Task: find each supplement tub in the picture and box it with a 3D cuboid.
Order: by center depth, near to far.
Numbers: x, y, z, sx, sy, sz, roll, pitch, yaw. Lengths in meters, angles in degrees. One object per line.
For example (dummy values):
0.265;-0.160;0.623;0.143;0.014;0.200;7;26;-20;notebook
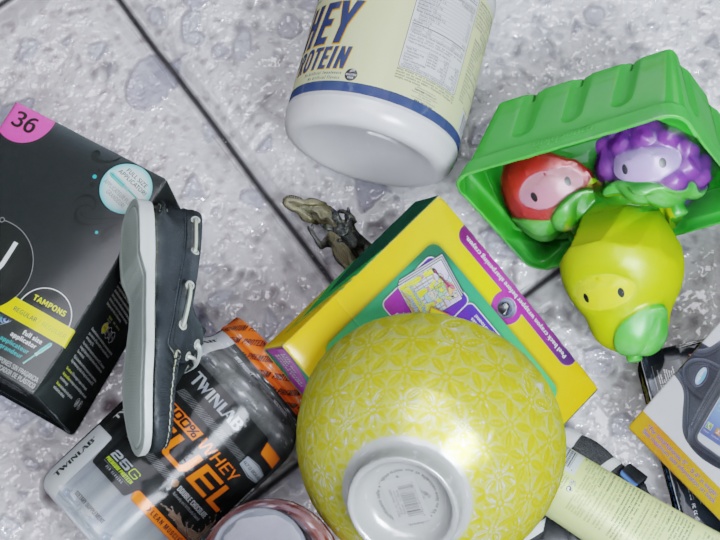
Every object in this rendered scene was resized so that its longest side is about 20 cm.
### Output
-0.060;0.229;1.402;0.106;0.200;0.108;-2;71;5;supplement tub
-0.136;0.138;1.483;0.200;0.123;0.122;-44;72;-9;supplement tub
0.029;-0.185;1.563;0.144;0.145;0.201;12;73;10;supplement tub

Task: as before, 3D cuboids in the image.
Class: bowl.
0.040;0.142;1.350;0.199;0.108;0.202;5;115;12;bowl

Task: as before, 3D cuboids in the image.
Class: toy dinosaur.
0.000;0.000;1.533;0.047;0.088;0.201;-36;70;4;toy dinosaur

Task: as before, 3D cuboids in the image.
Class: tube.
0.193;0.187;1.410;0.199;0.052;0.058;31;103;9;tube

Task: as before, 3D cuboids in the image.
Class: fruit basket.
0.190;-0.042;1.476;0.215;0.155;0.217;-23;45;25;fruit basket

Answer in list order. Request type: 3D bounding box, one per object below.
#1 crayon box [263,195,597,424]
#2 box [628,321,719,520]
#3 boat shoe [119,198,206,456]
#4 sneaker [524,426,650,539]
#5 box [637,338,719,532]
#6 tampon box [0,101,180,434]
0.055;0.075;1.463;0.172;0.058;0.200;-43;100;-17;crayon box
0.302;0.084;1.398;0.119;0.041;0.200;45;115;19;box
-0.143;0.041;1.429;0.060;0.076;0.202;6;71;-22;boat shoe
0.154;0.226;1.447;0.111;0.073;0.201;28;76;15;sneaker
0.312;0.144;1.472;0.158;0.046;0.201;-13;70;1;box
-0.254;-0.001;1.540;0.149;0.126;0.201;26;76;13;tampon box
